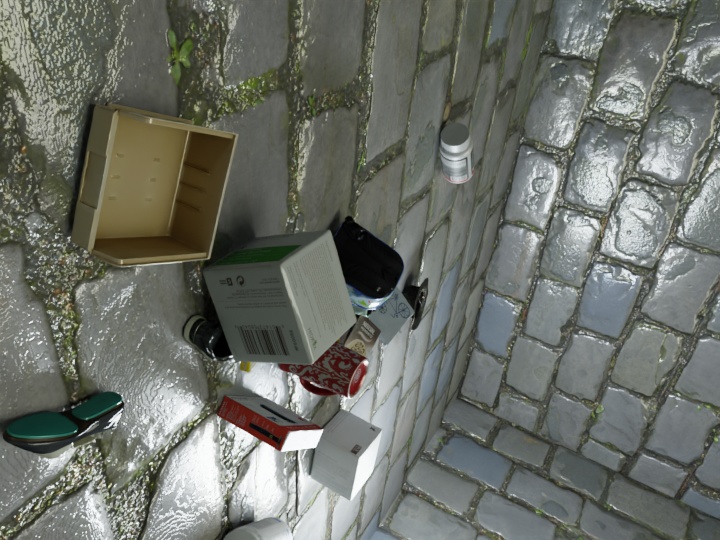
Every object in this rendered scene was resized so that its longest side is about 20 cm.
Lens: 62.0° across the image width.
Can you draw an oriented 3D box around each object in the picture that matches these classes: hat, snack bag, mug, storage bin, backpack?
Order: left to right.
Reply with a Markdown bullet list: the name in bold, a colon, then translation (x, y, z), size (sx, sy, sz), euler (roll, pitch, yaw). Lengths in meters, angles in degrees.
- **storage bin**: translation (-0.292, -0.120, 0.859), size (0.198, 0.093, 0.202), euler (-12, 121, -65)
- **mug**: translation (-0.084, 0.243, 1.532), size (0.134, 0.199, 0.178), euler (-59, 156, -23)
- **backpack**: translation (0.000, 0.000, 1.509), size (0.184, 0.199, 0.147), euler (-57, 175, -29)
- **snack bag**: translation (0.074, 0.116, 1.872), size (0.189, 0.021, 0.200), euler (54, 45, -10)
- **hat**: translation (0.191, 0.115, 2.224), size (0.200, 0.080, 0.203), euler (15, 90, -74)

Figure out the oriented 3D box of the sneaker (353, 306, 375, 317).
- **sneaker**: translation (0.021, 0.032, 1.696), size (0.074, 0.117, 0.202), euler (20, 90, -66)

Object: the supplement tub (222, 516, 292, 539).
- **supplement tub**: translation (-0.280, 0.753, 1.631), size (0.133, 0.131, 0.200), euler (-66, 157, -5)

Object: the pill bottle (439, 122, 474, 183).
- **pill bottle**: translation (0.325, -0.396, 2.022), size (0.115, 0.113, 0.200), euler (-60, 157, -19)

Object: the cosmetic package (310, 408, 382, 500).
- **cosmetic package**: translation (-0.048, 0.610, 1.997), size (0.165, 0.164, 0.202), euler (-35, 141, -55)

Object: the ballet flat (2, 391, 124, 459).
- **ballet flat**: translation (-0.435, 0.240, 0.891), size (0.200, 0.073, 0.074), euler (-13, 122, -67)

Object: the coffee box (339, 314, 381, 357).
- **coffee box**: translation (-0.037, 0.228, 1.734), size (0.113, 0.079, 0.201), euler (44, 65, -38)

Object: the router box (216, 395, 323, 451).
- **router box**: translation (-0.203, 0.350, 1.379), size (0.049, 0.178, 0.200), euler (-66, 159, -4)

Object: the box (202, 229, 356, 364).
- **box**: translation (-0.148, 0.049, 1.134), size (0.171, 0.197, 0.202), euler (-38, 118, -52)

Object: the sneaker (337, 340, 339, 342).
- **sneaker**: translation (-0.098, 0.221, 1.646), size (0.202, 0.077, 0.073), euler (-65, 160, -4)

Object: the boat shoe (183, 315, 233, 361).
- **boat shoe**: translation (-0.271, 0.144, 1.184), size (0.075, 0.066, 0.200), euler (-62, 158, -18)

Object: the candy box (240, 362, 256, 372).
- **candy box**: translation (-0.207, 0.128, 1.315), size (0.200, 0.026, 0.103), euler (-56, 157, -63)
